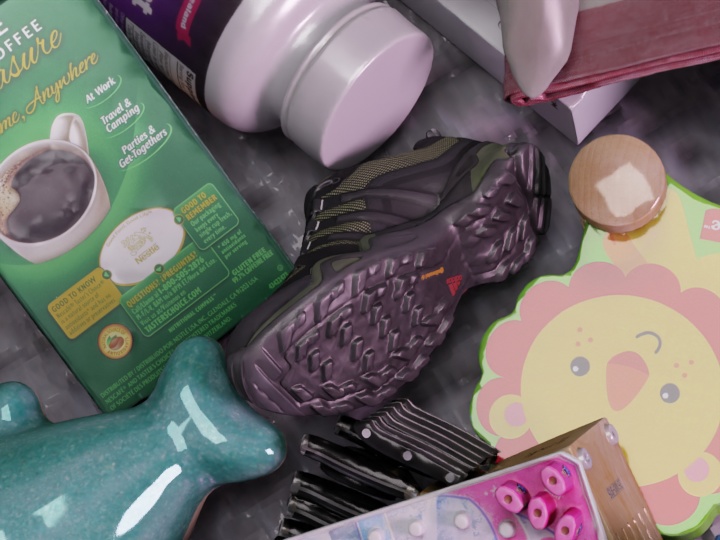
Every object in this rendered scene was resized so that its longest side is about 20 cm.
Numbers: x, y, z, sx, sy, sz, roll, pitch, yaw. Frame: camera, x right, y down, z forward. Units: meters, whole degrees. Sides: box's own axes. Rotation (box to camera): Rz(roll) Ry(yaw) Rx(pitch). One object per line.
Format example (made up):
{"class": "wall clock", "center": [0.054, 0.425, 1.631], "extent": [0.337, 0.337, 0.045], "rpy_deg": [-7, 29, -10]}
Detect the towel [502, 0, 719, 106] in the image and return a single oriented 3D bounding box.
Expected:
{"class": "towel", "center": [0.135, -0.185, 1.291], "extent": [0.143, 0.023, 0.201], "rpy_deg": [-11, 66, 32]}

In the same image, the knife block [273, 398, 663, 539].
{"class": "knife block", "center": [0.053, 0.149, 1.227], "extent": [0.175, 0.064, 0.201], "rpy_deg": [-26, 89, 24]}

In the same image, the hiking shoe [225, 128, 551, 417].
{"class": "hiking shoe", "center": [0.000, 0.000, 1.279], "extent": [0.200, 0.076, 0.100], "rpy_deg": [-35, 34, -30]}

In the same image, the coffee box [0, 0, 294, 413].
{"class": "coffee box", "center": [-0.135, -0.040, 1.308], "extent": [0.123, 0.044, 0.200], "rpy_deg": [-38, 92, -5]}

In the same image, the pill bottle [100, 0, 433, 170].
{"class": "pill bottle", "center": [-0.063, -0.141, 1.336], "extent": [0.200, 0.112, 0.112], "rpy_deg": [39, 80, 20]}

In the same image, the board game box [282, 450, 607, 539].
{"class": "board game box", "center": [0.033, 0.204, 1.178], "extent": [0.199, 0.026, 0.201], "rpy_deg": [-19, 87, 17]}

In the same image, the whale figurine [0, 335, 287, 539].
{"class": "whale figurine", "center": [-0.133, 0.115, 1.240], "extent": [0.200, 0.104, 0.160], "rpy_deg": [-37, 74, 8]}

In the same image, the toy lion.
{"class": "toy lion", "center": [0.157, 0.043, 1.262], "extent": [0.199, 0.069, 0.193], "rpy_deg": [10, 78, 13]}

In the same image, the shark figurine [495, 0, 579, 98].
{"class": "shark figurine", "center": [0.040, -0.199, 1.255], "extent": [0.214, 0.090, 0.128], "rpy_deg": [40, 87, 8]}

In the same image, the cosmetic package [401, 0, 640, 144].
{"class": "cosmetic package", "center": [0.087, -0.184, 1.360], "extent": [0.151, 0.052, 0.200], "rpy_deg": [-45, 69, -10]}

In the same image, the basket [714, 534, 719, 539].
{"class": "basket", "center": [0.223, 0.134, 1.150], "extent": [0.138, 0.176, 0.201], "rpy_deg": [20, 85, 20]}
